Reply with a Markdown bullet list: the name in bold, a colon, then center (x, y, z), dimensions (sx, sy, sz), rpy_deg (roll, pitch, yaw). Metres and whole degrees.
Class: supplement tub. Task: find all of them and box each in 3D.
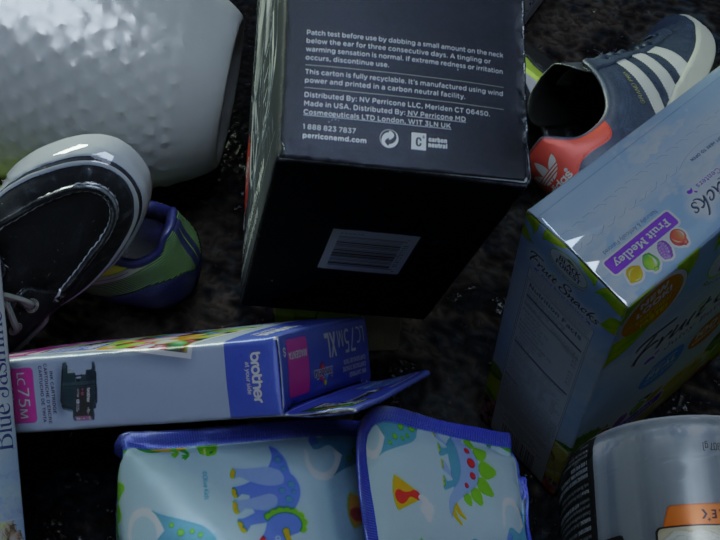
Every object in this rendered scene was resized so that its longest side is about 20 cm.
- **supplement tub**: center (0.152, 0.177, 0.580), dimensions (0.120, 0.123, 0.203), rpy_deg (1, 59, 0)

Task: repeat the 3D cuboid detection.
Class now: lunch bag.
- **lunch bag**: center (-0.010, 0.161, 0.592), dimensions (0.197, 0.128, 0.172), rpy_deg (-1, 63, -12)

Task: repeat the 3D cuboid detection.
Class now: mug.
- **mug**: center (-0.154, -0.139, 0.731), dimensions (0.173, 0.202, 0.149), rpy_deg (11, 35, -3)

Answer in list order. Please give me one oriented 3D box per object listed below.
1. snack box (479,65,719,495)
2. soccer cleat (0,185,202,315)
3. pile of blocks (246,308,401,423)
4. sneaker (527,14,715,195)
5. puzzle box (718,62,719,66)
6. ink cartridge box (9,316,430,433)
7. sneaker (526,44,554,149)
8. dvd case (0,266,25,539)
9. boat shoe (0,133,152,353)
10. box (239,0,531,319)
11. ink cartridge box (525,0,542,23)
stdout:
- **snack box**: center (0.147, 0.003, 0.643), dimensions (0.168, 0.201, 0.068), rpy_deg (-36, 64, -20)
- **soccer cleat**: center (-0.183, -0.027, 0.725), dimensions (0.197, 0.084, 0.065), rpy_deg (10, 58, 6)
- **pile of blocks**: center (0.000, 0.000, 0.724), dimensions (0.081, 0.062, 0.201), rpy_deg (27, 61, 15)
- **sneaker**: center (0.146, -0.103, 0.756), dimensions (0.084, 0.075, 0.201), rpy_deg (31, 42, -3)
- **puzzle box**: center (0.250, -0.072, 0.730), dimensions (0.025, 0.134, 0.202), rpy_deg (-6, 59, -5)
- **ink cartridge box**: center (-0.076, 0.049, 0.626), dimensions (0.197, 0.119, 0.043), rpy_deg (-3, 91, 20)
- **sneaker**: center (0.033, -0.121, 0.789), dimensions (0.198, 0.072, 0.083), rpy_deg (26, 53, 15)
- **dvd case**: center (-0.211, 0.060, 0.613), dimensions (0.141, 0.017, 0.203), rpy_deg (-9, 85, 38)
- **boat shoe**: center (-0.186, 0.009, 0.659), dimensions (0.199, 0.072, 0.068), rpy_deg (-32, 28, 18)
- **box**: center (0.004, -0.094, 0.613), dimensions (0.102, 0.200, 0.185), rpy_deg (5, 71, -8)
- **ink cartridge box**: center (0.111, -0.247, 0.889), dimensions (0.093, 0.044, 0.201), rpy_deg (27, 62, 17)
